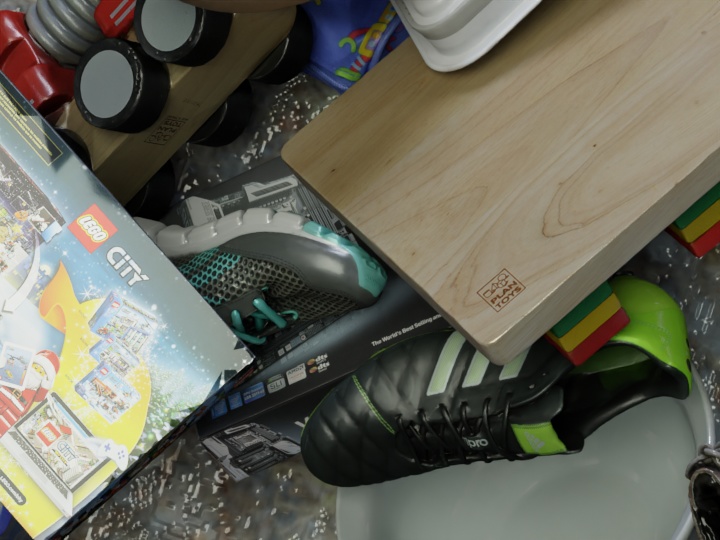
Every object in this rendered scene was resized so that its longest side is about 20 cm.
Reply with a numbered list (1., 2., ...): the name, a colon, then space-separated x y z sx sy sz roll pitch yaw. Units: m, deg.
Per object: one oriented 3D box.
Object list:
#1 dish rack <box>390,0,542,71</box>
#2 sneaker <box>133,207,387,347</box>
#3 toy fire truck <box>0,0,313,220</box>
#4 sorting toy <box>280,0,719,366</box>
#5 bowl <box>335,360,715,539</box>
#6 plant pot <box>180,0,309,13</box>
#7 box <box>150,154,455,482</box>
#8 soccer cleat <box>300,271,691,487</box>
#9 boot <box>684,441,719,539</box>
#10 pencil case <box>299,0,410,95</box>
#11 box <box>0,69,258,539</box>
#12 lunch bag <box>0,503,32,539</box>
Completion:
1. dish rack: 0.063 -0.205 1.435 0.172 0.044 0.200 -42 36 13
2. sneaker: -0.075 0.023 1.432 0.200 0.078 0.091 -3 63 36
3. toy fire truck: -0.153 -0.145 1.489 0.176 0.129 0.200 -45 63 24
4. sorting toy: 0.096 -0.057 1.388 0.200 0.070 0.199 -41 44 -5
5. bowl: 0.095 0.121 1.433 0.201 0.090 0.201 -15 50 19
6. plant pot: -0.024 -0.202 1.390 0.201 0.093 0.201 -12 61 23
7. box: 0.000 0.000 1.482 0.200 0.050 0.158 -24 50 11
8. soccer cleat: 0.064 0.063 1.385 0.200 0.068 0.081 -22 36 8
9. boot: 0.214 0.085 1.376 0.069 0.174 0.200 -28 75 39
10. pencil case: -0.054 -0.152 1.535 0.200 0.078 0.087 26 61 17
11. box: -0.165 0.015 1.375 0.137 0.038 0.200 -41 83 -7
12. lunch bag: -0.222 0.061 1.487 0.124 0.200 0.170 5 82 16
